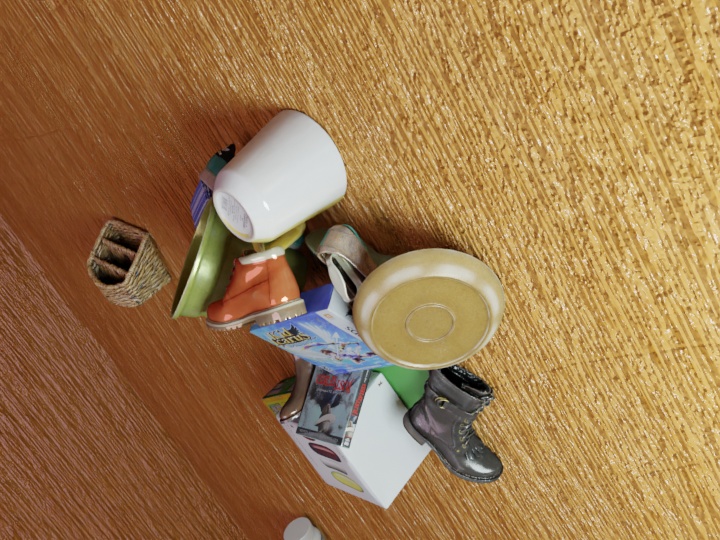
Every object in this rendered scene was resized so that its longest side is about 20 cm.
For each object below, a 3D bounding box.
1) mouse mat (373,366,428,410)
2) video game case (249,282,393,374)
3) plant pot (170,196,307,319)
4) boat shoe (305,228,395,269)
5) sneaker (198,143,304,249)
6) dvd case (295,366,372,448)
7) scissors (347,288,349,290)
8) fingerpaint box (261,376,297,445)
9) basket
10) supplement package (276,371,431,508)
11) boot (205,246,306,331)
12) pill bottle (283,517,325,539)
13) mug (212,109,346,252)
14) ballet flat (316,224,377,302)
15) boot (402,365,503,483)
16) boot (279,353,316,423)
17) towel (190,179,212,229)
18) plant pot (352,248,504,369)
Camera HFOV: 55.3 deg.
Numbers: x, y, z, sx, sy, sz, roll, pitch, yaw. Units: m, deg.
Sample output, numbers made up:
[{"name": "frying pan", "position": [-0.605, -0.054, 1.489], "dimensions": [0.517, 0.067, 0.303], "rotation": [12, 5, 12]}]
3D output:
[{"name": "mouse mat", "position": [0.077, 0.191, 1.167], "dimensions": [0.198, 0.008, 0.162], "rotation": [3, 131, 50]}, {"name": "video game case", "position": [-0.040, 0.096, 1.032], "dimensions": [0.180, 0.046, 0.198], "rotation": [33, 147, -31]}, {"name": "plant pot", "position": [-0.191, 0.008, 1.124], "dimensions": [0.181, 0.204, 0.200], "rotation": [20, 156, -19]}, {"name": "boat shoe", "position": [0.000, 0.000, 1.000], "dimensions": [0.199, 0.072, 0.061], "rotation": [26, 140, 29]}, {"name": "sneaker", "position": [-0.152, -0.114, 1.075], "dimensions": [0.199, 0.080, 0.071], "rotation": [39, -175, -27]}, {"name": "dvd case", "position": [-0.036, 0.186, 1.151], "dimensions": [0.022, 0.203, 0.145], "rotation": [25, 163, -32]}, {"name": "scissors", "position": [0.036, 0.080, 1.100], "dimensions": [0.198, 0.014, 0.074], "rotation": [26, 145, 32]}, {"name": "fingerpaint box", "position": [-0.109, 0.314, 1.494], "dimensions": [0.168, 0.073, 0.199], "rotation": [53, 150, -5]}, {"name": "basket", "position": [-0.590, -0.016, 1.681], "dimensions": [0.198, 0.143, 0.151], "rotation": [20, 140, 39]}, {"name": "supplement package", "position": [-0.014, 0.300, 1.271], "dimensions": [0.199, 0.147, 0.193], "rotation": [-4, 126, 55]}, {"name": "boot", "position": [-0.160, 0.026, 0.976], "dimensions": [0.198, 0.074, 0.109], "rotation": [-15, 93, 42]}, {"name": "pill bottle", "position": [-0.156, 0.877, 2.146], "dimensions": [0.113, 0.114, 0.202], "rotation": [5, 129, 49]}, {"name": "mug", "position": [-0.114, -0.102, 0.955], "dimensions": [0.148, 0.153, 0.189], "rotation": [7, 130, 47]}, {"name": "ballet flat", "position": [0.009, 0.033, 0.919], "dimensions": [0.201, 0.067, 0.068], "rotation": [50, 141, -7]}, {"name": "boot", "position": [0.162, 0.233, 1.059], "dimensions": [0.198, 0.069, 0.175], "rotation": [31, 136, 5]}, {"name": "boot", "position": [-0.135, 0.141, 1.226], "dimensions": [0.064, 0.187, 0.201], "rotation": [-17, 113, 48]}, {"name": "towel", "position": [-0.273, -0.054, 1.281], "dimensions": [0.145, 0.023, 0.203], "rotation": [-37, 70, 61]}, {"name": "plant pot", "position": [0.088, 0.061, 0.873], "dimensions": [0.196, 0.028, 0.203], "rotation": [-1, 129, -2]}]
